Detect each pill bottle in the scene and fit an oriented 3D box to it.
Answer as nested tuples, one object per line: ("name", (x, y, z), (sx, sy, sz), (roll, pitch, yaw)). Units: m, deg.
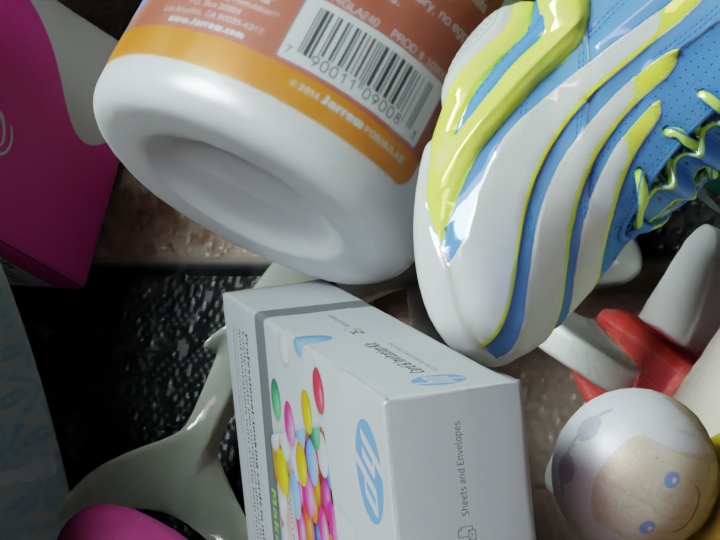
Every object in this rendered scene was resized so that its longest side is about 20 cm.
("pill bottle", (0.009, -0.106, 0.790), (0.112, 0.112, 0.201), (13, 67, 40))

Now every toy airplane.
("toy airplane", (0.099, 0.055, 0.713), (0.199, 0.141, 0.201), (-18, 66, 39))

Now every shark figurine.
("shark figurine", (-0.016, 0.000, 0.861), (0.214, 0.089, 0.128), (-34, 45, 22))

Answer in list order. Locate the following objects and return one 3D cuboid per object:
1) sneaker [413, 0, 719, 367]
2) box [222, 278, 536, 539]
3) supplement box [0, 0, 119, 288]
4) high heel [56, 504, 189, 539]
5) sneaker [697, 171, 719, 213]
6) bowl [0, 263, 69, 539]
("sneaker", (0.092, -0.060, 0.703), (0.105, 0.076, 0.201), (10, 68, 43))
("box", (0.006, 0.093, 0.725), (0.200, 0.041, 0.157), (-154, 57, -72))
("supplement box", (-0.199, -0.058, 1.018), (0.199, 0.103, 0.102), (2, 70, 36))
("high heel", (-0.063, 0.123, 0.735), (0.067, 0.096, 0.200), (-43, 46, 3))
("sneaker", (0.106, -0.095, 0.820), (0.120, 0.084, 0.201), (-29, 56, 12))
("bowl", (-0.160, 0.084, 0.842), (0.107, 0.200, 0.201), (-15, 58, 0))
